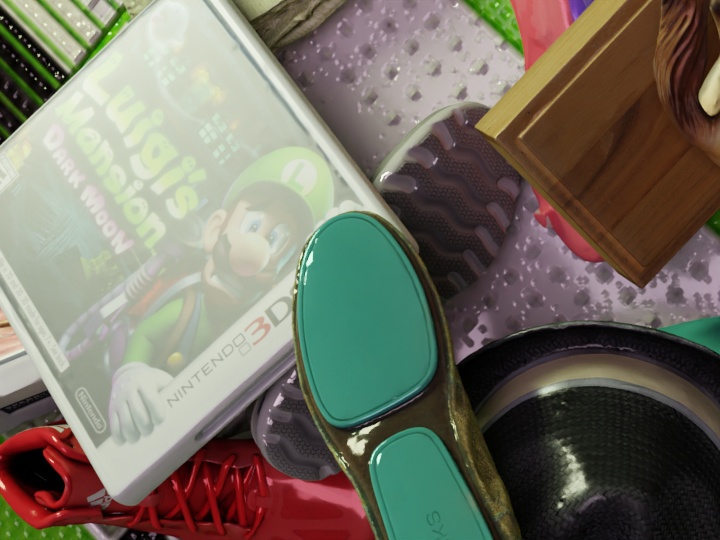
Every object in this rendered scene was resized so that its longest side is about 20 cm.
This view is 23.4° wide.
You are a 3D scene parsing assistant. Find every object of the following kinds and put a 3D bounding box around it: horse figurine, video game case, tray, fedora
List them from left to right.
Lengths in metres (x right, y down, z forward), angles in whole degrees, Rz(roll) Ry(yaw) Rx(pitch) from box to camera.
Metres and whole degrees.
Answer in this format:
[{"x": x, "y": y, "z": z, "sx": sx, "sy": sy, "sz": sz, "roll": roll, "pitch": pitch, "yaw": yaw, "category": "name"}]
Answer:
[{"x": -0.093, "y": -0.022, "z": 0.827, "sx": 0.182, "sy": 0.023, "sz": 0.200, "roll": -41, "pitch": 60, "yaw": 9, "category": "video game case"}, {"x": 0.101, "y": 0.123, "z": 0.757, "sx": 0.200, "sy": 0.092, "sz": 0.201, "roll": 6, "pitch": 125, "yaw": 8, "category": "fedora"}, {"x": 0.156, "y": -0.099, "z": 0.757, "sx": 0.099, "sy": 0.037, "sz": 0.200, "roll": 43, "pitch": 92, "yaw": -17, "category": "tray"}, {"x": 0.201, "y": -0.072, "z": 0.728, "sx": 0.199, "sy": 0.050, "sz": 0.133, "roll": 12, "pitch": 101, "yaw": -14, "category": "horse figurine"}]

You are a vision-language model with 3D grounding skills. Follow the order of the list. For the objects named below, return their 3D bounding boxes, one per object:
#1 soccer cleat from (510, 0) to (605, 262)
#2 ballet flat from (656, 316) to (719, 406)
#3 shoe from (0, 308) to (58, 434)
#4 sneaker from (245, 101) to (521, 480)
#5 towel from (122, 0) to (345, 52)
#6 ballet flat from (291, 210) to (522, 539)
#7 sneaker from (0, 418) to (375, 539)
[{"x": 0.105, "y": -0.105, "z": 0.811, "sx": 0.067, "sy": 0.076, "sz": 0.201, "roll": -1, "pitch": 107, "yaw": 57, "category": "soccer cleat"}, {"x": 0.112, "y": 0.071, "z": 0.817, "sx": 0.199, "sy": 0.074, "sz": 0.075, "roll": -12, "pitch": 87, "yaw": 22, "category": "ballet flat"}, {"x": -0.159, "y": 0.020, "z": 0.902, "sx": 0.199, "sy": 0.071, "sz": 0.091, "roll": -21, "pitch": 69, "yaw": 8, "category": "shoe"}, {"x": 0.000, "y": 0.000, "z": 0.843, "sx": 0.075, "sy": 0.082, "sz": 0.200, "roll": 37, "pitch": 86, "yaw": -27, "category": "sneaker"}, {"x": -0.079, "y": -0.202, "z": 0.887, "sx": 0.148, "sy": 0.036, "sz": 0.200, "roll": -34, "pitch": 81, "yaw": 18, "category": "towel"}, {"x": 0.021, "y": 0.069, "z": 0.723, "sx": 0.071, "sy": 0.071, "sz": 0.201, "roll": -31, "pitch": 58, "yaw": 18, "category": "ballet flat"}, {"x": -0.090, "y": 0.115, "z": 0.856, "sx": 0.199, "sy": 0.115, "sz": 0.079, "roll": 3, "pitch": 93, "yaw": 21, "category": "sneaker"}]
